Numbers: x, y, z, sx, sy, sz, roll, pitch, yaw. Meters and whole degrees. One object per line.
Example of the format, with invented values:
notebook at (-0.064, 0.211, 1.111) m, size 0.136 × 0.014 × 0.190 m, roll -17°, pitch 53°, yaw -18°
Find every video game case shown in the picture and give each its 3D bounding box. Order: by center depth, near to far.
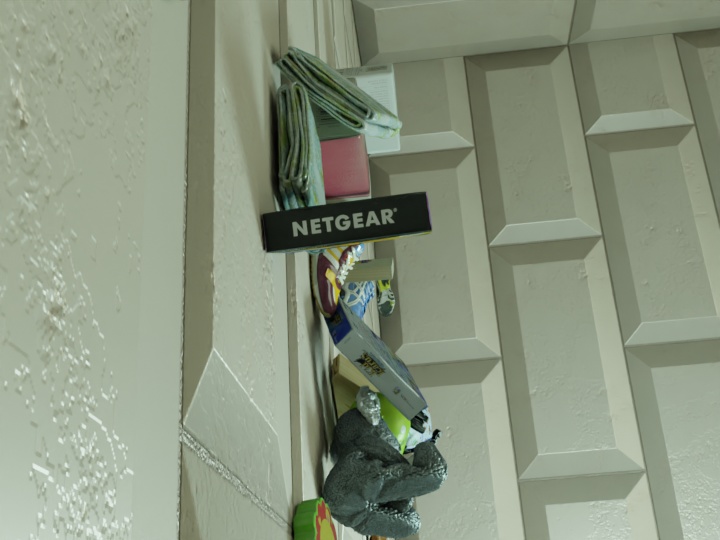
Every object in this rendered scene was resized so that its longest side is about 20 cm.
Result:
video game case at (0.019, 0.143, 1.527) m, size 0.181 × 0.045 × 0.200 m, roll 45°, pitch 4°, yaw -15°

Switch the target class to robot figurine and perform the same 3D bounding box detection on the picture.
robot figurine at (0.022, 0.300, 1.616) m, size 0.176 × 0.114 × 0.201 m, roll -80°, pitch -177°, yaw -53°

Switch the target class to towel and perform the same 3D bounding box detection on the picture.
towel at (-0.079, -0.141, 1.282) m, size 0.200 × 0.048 × 0.173 m, roll 78°, pitch 8°, yaw -64°
towel at (-0.030, -0.260, 1.362) m, size 0.048 × 0.171 × 0.200 m, roll -53°, pitch 172°, yaw 13°

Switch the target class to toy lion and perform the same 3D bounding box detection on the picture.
toy lion at (-0.046, 0.389, 1.110) m, size 0.200 × 0.068 × 0.193 m, roll -86°, pitch 163°, yaw -67°

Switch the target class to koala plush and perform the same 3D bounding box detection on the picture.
koala plush at (0.011, 0.294, 1.447) m, size 0.201 × 0.182 × 0.178 m, roll -111°, pitch -143°, yaw -49°

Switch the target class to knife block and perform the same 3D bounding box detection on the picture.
knife block at (0.041, 0.250, 1.724) m, size 0.064 × 0.174 × 0.202 m, roll -92°, pitch 175°, yaw -62°

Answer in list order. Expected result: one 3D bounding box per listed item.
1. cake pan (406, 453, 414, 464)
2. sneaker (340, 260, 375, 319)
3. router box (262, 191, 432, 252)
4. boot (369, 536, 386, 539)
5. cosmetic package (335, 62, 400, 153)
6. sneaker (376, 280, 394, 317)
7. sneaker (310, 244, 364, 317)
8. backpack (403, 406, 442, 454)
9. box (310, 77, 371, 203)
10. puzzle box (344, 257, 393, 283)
cake pan at (0.058, 0.443, 1.845) m, size 0.037 × 0.200 × 0.200 m, roll 47°, pitch -4°, yaw 11°
sneaker at (-0.005, 0.056, 2.066) m, size 0.076 × 0.076 × 0.202 m, roll 82°, pitch 5°, yaw -56°
router box at (-0.012, -0.057, 1.127) m, size 0.149 × 0.198 × 0.052 m, roll -14°, pitch 96°, yaw -85°
boot at (0.055, 0.671, 2.214) m, size 0.189 × 0.068 × 0.202 m, roll 78°, pitch 9°, yaw -65°
cosmetic package at (0.014, -0.417, 2.358) m, size 0.168 × 0.164 × 0.202 m, roll -85°, pitch 168°, yaw -70°
sneaker at (0.107, 0.112, 3.827) m, size 0.085 × 0.074 × 0.202 m, roll 80°, pitch 6°, yaw -58°
sneaker at (-0.037, -0.019, 1.543) m, size 0.075 × 0.089 × 0.202 m, roll 76°, pitch 10°, yaw -68°
backpack at (0.058, 0.322, 1.909) m, size 0.190 × 0.198 × 0.156 m, roll -25°, pitch 104°, yaw -79°
box at (-0.045, -0.210, 1.548) m, size 0.201 × 0.108 × 0.129 m, roll 78°, pitch 7°, yaw -59°
puzzle box at (0.000, 0.000, 1.783) m, size 0.200 × 0.132 × 0.026 m, roll -58°, pitch 142°, yaw -83°
